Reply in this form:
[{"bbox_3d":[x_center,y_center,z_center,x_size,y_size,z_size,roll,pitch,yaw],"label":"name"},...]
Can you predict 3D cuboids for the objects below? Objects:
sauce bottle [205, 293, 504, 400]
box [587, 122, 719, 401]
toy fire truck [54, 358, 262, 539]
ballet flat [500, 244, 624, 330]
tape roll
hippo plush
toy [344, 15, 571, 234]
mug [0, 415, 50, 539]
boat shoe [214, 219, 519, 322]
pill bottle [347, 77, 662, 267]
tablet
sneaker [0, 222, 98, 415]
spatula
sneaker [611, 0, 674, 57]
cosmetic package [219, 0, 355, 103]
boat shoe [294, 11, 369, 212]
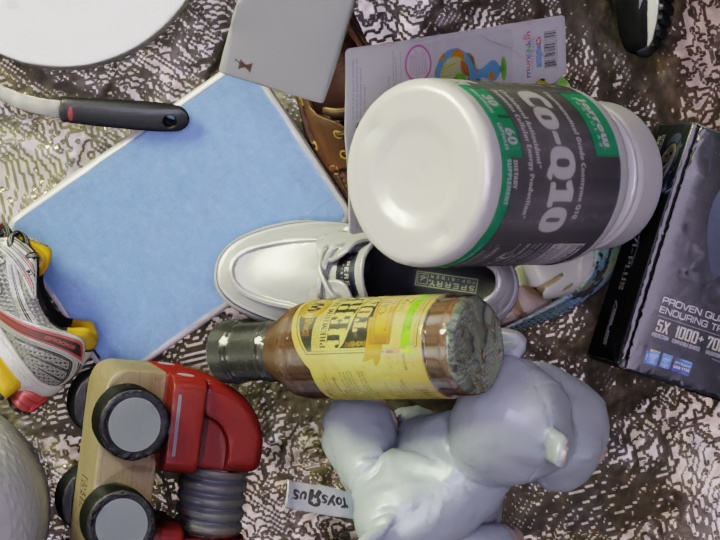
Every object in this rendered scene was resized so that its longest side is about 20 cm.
[{"bbox_3d":[-0.009,0.049,1.663,0.199,0.065,0.065,-4,91,35],"label":"sauce bottle"},{"bbox_3d":[0.271,0.012,1.752,0.199,0.086,0.165,19,89,-9],"label":"box"},{"bbox_3d":[-0.087,0.157,1.743,0.198,0.129,0.178,6,94,-21],"label":"toy fire truck"},{"bbox_3d":[0.094,0.011,1.764,0.199,0.074,0.075,-30,92,-2],"label":"ballet flat"},{"bbox_3d":[-0.196,-0.231,1.765,0.201,0.037,0.205,0,91,-2],"label":"tape roll"},{"bbox_3d":[0.063,0.103,1.694,0.161,0.199,0.160,-47,55,22],"label":"hippo plush"},{"bbox_3d":[0.054,-0.097,1.727,0.199,0.047,0.116,-12,106,-39],"label":"toy"},{"bbox_3d":[-0.292,0.139,1.694,0.148,0.175,0.200,-45,92,-2],"label":"mug"},{"bbox_3d":[0.000,0.000,1.711,0.198,0.065,0.074,-1,83,10],"label":"boat shoe"},{"bbox_3d":[0.093,-0.059,1.655,0.112,0.199,0.114,2,93,39],"label":"pill bottle"},{"bbox_3d":[-0.119,-0.032,1.767,0.199,0.014,0.131,-34,92,7],"label":"tablet"},{"bbox_3d":[-0.245,-0.009,1.747,0.082,0.078,0.201,-35,101,3],"label":"sneaker"},{"bbox_3d":[-0.209,-0.109,1.755,0.198,0.021,0.057,9,124,8],"label":"spatula"},{"bbox_3d":[0.158,-0.239,1.772,0.089,0.070,0.202,-3,91,13],"label":"sneaker"},{"bbox_3d":[-0.027,-0.213,1.687,0.071,0.102,0.201,17,47,-2],"label":"cosmetic package"},{"bbox_3d":[-0.005,-0.097,1.758,0.072,0.068,0.201,-25,92,-2],"label":"boat shoe"}]
